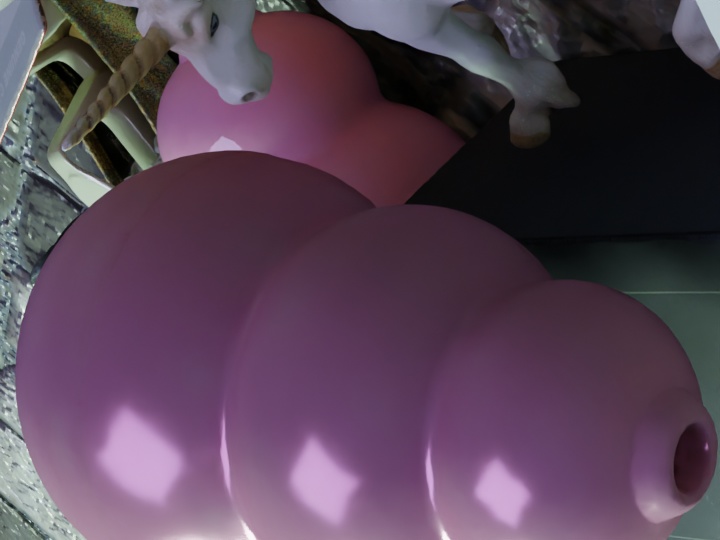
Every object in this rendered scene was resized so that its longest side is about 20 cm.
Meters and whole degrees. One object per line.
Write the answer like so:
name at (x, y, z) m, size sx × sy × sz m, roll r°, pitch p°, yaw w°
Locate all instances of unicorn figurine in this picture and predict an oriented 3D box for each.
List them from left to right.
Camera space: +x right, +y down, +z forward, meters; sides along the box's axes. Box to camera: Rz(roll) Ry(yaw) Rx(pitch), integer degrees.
unicorn figurine at (0.029, -0.084, 0.691) m, size 0.137 × 0.200 × 0.074 m, roll 38°, pitch -159°, yaw -46°

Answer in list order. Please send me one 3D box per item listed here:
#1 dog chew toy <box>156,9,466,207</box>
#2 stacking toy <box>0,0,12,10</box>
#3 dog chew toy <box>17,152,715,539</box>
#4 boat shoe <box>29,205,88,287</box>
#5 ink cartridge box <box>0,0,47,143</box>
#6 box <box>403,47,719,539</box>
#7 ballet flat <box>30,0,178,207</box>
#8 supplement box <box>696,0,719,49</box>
dog chew toy at (0.000, 0.000, 0.881) m, size 0.200 × 0.124 × 0.124 m, roll 58°, pitch 149°, yaw -8°
stacking toy at (-0.062, -0.134, 0.697) m, size 0.146 × 0.200 × 0.146 m, roll 31°, pitch 148°, yaw 23°
dog chew toy at (0.003, 0.034, 0.696) m, size 0.200 × 0.125 × 0.125 m, roll 8°, pitch 135°, yaw 37°
boat shoe at (-0.048, 0.030, 1.026) m, size 0.199 × 0.068 × 0.074 m, roll 31°, pitch 149°, yaw 23°
ink cartridge box at (-0.140, -0.101, 0.896) m, size 0.174 × 0.043 × 0.200 m, roll 68°, pitch 150°, yaw 23°
box at (0.133, 0.032, 0.759) m, size 0.200 × 0.104 × 0.182 m, roll 0°, pitch 128°, yaw 52°
ballet flat at (-0.105, -0.074, 0.970) m, size 0.200 × 0.071 × 0.071 m, roll 52°, pitch 150°, yaw -12°
supplement box at (0.141, -0.120, 0.454) m, size 0.101 × 0.200 × 0.103 m, roll 4°, pitch 131°, yaw 51°
